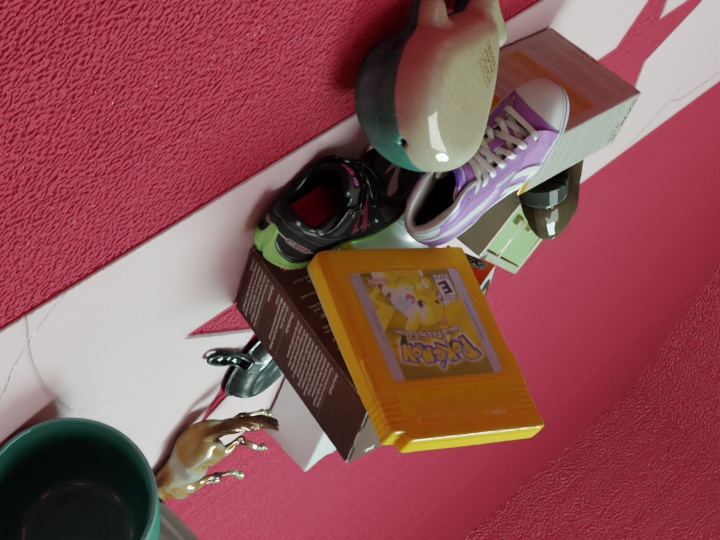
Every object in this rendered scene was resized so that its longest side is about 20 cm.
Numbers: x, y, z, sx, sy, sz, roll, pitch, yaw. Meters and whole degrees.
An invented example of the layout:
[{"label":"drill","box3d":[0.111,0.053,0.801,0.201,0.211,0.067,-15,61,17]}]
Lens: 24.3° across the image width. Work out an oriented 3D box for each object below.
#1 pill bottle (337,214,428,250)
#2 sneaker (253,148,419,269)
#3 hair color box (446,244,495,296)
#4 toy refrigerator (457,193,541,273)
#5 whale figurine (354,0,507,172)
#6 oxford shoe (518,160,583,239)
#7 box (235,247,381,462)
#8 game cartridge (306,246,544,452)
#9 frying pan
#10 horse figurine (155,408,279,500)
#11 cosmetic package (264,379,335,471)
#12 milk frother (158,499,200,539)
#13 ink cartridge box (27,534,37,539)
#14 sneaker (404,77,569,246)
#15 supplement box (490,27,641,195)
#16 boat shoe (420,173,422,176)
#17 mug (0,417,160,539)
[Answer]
[{"label":"pill bottle","box3d":[0.000,0.000,1.680,0.200,0.104,0.104,-54,162,23]},{"label":"sneaker","box3d":[-0.010,-0.069,1.543,0.200,0.077,0.084,-36,165,-37]},{"label":"hair color box","box3d":[0.074,0.063,1.731,0.200,0.061,0.102,-50,159,-58]},{"label":"toy refrigerator","box3d":[0.156,-0.051,1.864,0.076,0.070,0.200,-52,163,5]},{"label":"whale figurine","box3d":[0.063,-0.176,1.469,0.200,0.103,0.160,-61,142,-37]},{"label":"oxford shoe","box3d":[0.204,-0.101,1.783,0.200,0.072,0.085,-63,148,-51]},{"label":"box","box3d":[-0.031,0.068,1.573,0.075,0.200,0.100,-22,154,-28]},{"label":"game cartridge","box3d":[0.060,0.068,1.521,0.176,0.201,0.032,-2,145,-37]},{"label":"frying pan","box3d":[-0.102,0.085,1.764,0.115,0.031,0.190,-46,167,-10]},{"label":"horse figurine","box3d":[-0.168,0.206,1.810,0.132,0.050,0.200,-5,146,-42]},{"label":"cosmetic package","box3d":[-0.030,0.132,1.960,0.113,0.081,0.200,-32,159,-40]},{"label":"milk frother","box3d":[-0.219,0.295,1.662,0.181,0.188,0.200,-51,163,18]},{"label":"ink cartridge box","box3d":[-0.278,0.318,1.543,0.117,0.200,0.067,-53,163,21]},{"label":"sneaker","box3d":[0.118,-0.101,1.543,0.201,0.073,0.114,-49,169,3]},{"label":"supplement box","box3d":[0.178,-0.165,1.702,0.200,0.126,0.074,-28,150,-47]},{"label":"boat shoe","box3d":[0.053,-0.048,1.765,0.073,0.068,0.200,-31,158,-43]},{"label":"mug","box3d":[-0.267,0.215,1.463,0.115,0.184,0.153,98,4,-65]}]
